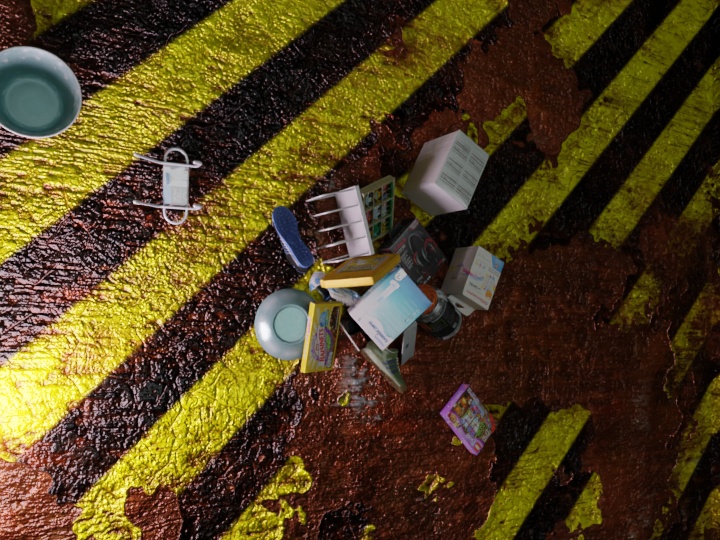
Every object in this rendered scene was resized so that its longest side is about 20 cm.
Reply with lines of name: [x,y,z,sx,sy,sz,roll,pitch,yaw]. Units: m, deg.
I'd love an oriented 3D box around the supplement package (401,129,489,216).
supplement package: [0.269,-0.305,1.865,0.146,0.191,0.202,32,74,-24]

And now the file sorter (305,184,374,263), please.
file sorter: [-0.064,-0.127,1.699,0.123,0.138,0.202,-17,96,-26]

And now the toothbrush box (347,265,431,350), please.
toothbrush box: [0.082,0.106,1.689,0.200,0.085,0.147,-44,97,-3]

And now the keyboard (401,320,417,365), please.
keyboard: [0.148,0.227,1.805,0.056,0.011,0.201,-34,149,-23]

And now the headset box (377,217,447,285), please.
headset box: [0.160,-0.059,1.860,0.149,0.075,0.201,-47,110,-22]

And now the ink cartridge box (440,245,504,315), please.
ink cartridge box: [0.367,0.039,1.947,0.128,0.125,0.202,29,74,-26]

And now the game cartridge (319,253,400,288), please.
game cartridge: [0.000,0.000,1.666,0.200,0.174,0.033,-36,117,-59]

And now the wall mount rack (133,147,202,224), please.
wall mount rack: [-0.493,-0.223,1.490,0.172,0.074,0.203,1,87,-30]

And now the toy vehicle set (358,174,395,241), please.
toy vehicle set: [0.047,-0.178,1.759,0.124,0.026,0.201,-30,142,-27]

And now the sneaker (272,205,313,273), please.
sneaker: [-0.200,-0.083,1.664,0.070,0.078,0.202,-21,78,-26]

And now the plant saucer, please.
plant saucer: [-0.196,0.151,1.641,0.198,0.039,0.204,1,85,-15]

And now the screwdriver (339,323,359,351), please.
screwdriver: [-0.054,0.156,1.681,0.028,0.200,0.029,-20,138,-25]

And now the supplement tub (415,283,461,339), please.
supplement tub: [0.229,0.127,1.830,0.200,0.122,0.124,43,66,-49]

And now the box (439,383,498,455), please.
box: [0.371,0.504,1.983,0.137,0.039,0.201,-46,110,-22]

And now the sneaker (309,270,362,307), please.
sneaker: [-0.066,0.075,1.726,0.199,0.072,0.073,31,63,-20]

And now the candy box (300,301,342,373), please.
candy box: [-0.109,0.187,1.649,0.101,0.026,0.203,1,103,-38]

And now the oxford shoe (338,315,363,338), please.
oxford shoe: [-0.073,0.169,1.719,0.198,0.072,0.072,-11,95,-29]

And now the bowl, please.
bowl: [-0.747,-0.392,1.333,0.199,0.105,0.204,1,88,-29]

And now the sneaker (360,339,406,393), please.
sneaker: [0.095,0.285,1.814,0.090,0.067,0.200,-47,107,-17]
